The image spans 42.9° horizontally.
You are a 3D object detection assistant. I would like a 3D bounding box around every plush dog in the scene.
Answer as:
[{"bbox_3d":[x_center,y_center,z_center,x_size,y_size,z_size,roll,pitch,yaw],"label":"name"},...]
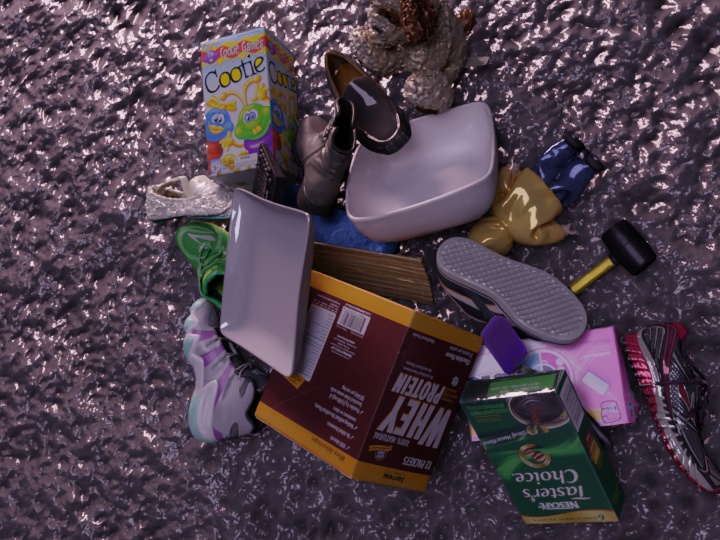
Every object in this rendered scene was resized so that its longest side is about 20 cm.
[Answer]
[{"bbox_3d":[0.069,-0.325,1.185,0.160,0.172,0.200,-42,53,0],"label":"plush dog"}]

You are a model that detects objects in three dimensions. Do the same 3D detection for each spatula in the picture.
[{"bbox_3d":[0.216,0.132,1.057,0.200,0.021,0.057,44,137,16],"label":"spatula"}]

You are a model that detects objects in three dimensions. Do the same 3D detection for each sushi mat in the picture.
[{"bbox_3d":[0.000,0.000,1.209,0.200,0.096,0.012,10,53,22],"label":"sushi mat"}]

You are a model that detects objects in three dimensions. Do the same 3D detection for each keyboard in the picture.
[{"bbox_3d":[-0.123,-0.061,1.221,0.021,0.200,0.127,-16,56,-24],"label":"keyboard"}]

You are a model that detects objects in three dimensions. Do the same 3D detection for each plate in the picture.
[{"bbox_3d":[-0.113,0.010,1.144,0.199,0.032,0.201,22,108,53],"label":"plate"}]

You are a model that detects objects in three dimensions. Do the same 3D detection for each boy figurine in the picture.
[{"bbox_3d":[0.216,-0.080,1.152,0.124,0.064,0.200,44,101,3],"label":"boy figurine"}]

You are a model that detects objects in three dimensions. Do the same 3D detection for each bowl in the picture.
[{"bbox_3d":[0.085,-0.115,1.169,0.200,0.075,0.200,-15,37,18],"label":"bowl"}]

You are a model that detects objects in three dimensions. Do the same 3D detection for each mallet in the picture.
[{"bbox_3d":[0.264,0.012,1.135,0.200,0.041,0.066,-33,72,17],"label":"mallet"}]

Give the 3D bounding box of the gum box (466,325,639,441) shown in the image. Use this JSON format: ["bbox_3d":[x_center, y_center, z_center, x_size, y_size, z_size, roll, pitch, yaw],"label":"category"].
[{"bbox_3d":[0.229,0.139,1.107,0.199,0.066,0.114,-11,76,19],"label":"gum box"}]

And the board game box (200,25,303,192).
[{"bbox_3d":[-0.152,-0.223,1.296,0.103,0.105,0.201,-10,78,18],"label":"board game box"}]

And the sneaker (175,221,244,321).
[{"bbox_3d":[-0.195,-0.001,1.284,0.074,0.084,0.200,-47,68,8],"label":"sneaker"}]

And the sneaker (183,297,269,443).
[{"bbox_3d":[-0.165,0.133,1.259,0.140,0.078,0.201,-6,88,18],"label":"sneaker"}]

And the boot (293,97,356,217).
[{"bbox_3d":[-0.036,-0.174,1.202,0.200,0.068,0.131,-96,25,-47],"label":"boot"}]

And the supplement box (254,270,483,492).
[{"bbox_3d":[0.008,0.133,1.122,0.197,0.133,0.200,20,88,47],"label":"supplement box"}]

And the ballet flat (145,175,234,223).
[{"bbox_3d":[-0.242,-0.102,1.297,0.200,0.072,0.072,0,80,40],"label":"ballet flat"}]

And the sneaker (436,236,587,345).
[{"bbox_3d":[0.182,0.033,1.110,0.200,0.079,0.078,34,68,23],"label":"sneaker"}]

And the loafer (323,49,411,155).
[{"bbox_3d":[0.001,-0.224,1.219,0.073,0.072,0.200,-41,46,3],"label":"loafer"}]

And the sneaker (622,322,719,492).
[{"bbox_3d":[0.368,0.154,1.045,0.075,0.081,0.200,-23,73,14],"label":"sneaker"}]

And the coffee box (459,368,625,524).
[{"bbox_3d":[0.208,0.205,1.038,0.123,0.044,0.200,-11,119,33],"label":"coffee box"}]

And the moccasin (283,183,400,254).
[{"bbox_3d":[-0.040,-0.054,1.244,0.200,0.068,0.081,27,89,19],"label":"moccasin"}]
